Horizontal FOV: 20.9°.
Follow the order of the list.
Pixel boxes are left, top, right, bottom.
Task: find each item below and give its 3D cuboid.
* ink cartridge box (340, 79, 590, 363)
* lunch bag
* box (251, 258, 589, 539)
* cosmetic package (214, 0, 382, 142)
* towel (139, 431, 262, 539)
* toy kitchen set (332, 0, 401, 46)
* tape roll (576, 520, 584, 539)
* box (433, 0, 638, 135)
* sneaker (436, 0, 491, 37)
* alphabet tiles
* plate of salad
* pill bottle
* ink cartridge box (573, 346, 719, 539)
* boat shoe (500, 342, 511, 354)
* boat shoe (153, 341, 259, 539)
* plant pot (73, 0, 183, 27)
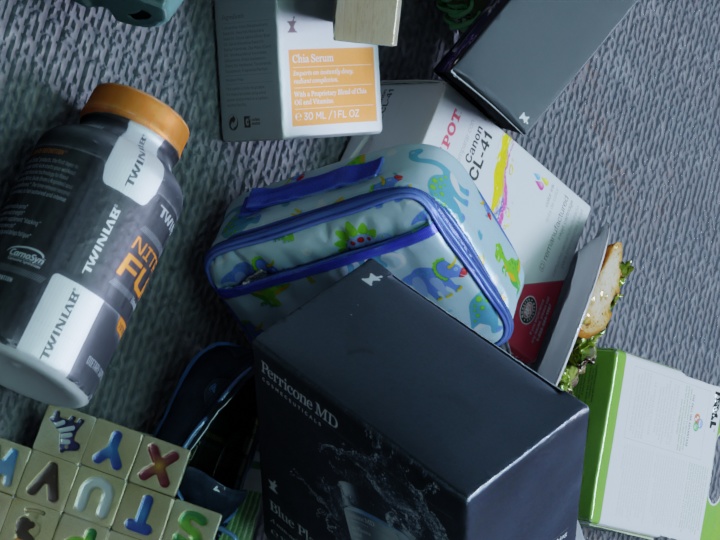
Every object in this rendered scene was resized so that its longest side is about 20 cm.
[{"bbox_3d":[0.074,-0.035,1.516,0.200,0.085,0.148,36,68,-40],"label":"ink cartridge box"},{"bbox_3d":[0.000,0.000,1.369,0.161,0.199,0.083,58,32,-30],"label":"lunch bag"},{"bbox_3d":[0.036,0.135,1.286,0.117,0.196,0.200,-33,141,-31],"label":"box"},{"bbox_3d":[-0.047,-0.195,1.404,0.101,0.071,0.201,-9,97,-43],"label":"cosmetic package"},{"bbox_3d":[-0.142,0.216,1.366,0.152,0.023,0.201,15,83,-42],"label":"towel"},{"bbox_3d":[0.073,-0.242,1.281,0.180,0.163,0.201,6,106,-2],"label":"toy kitchen set"},{"bbox_3d":[0.077,0.218,1.450,0.066,0.200,0.201,-24,108,-41],"label":"tape roll"},{"bbox_3d":[0.150,-0.202,1.447,0.079,0.141,0.200,39,92,-9],"label":"box"},{"bbox_3d":[0.091,-0.214,1.538,0.200,0.077,0.089,7,95,-41],"label":"sneaker"},{"bbox_3d":[-0.189,0.194,1.261,0.166,0.006,0.201,20,75,-4],"label":"alphabet tiles"},{"bbox_3d":[0.169,0.058,1.556,0.048,0.200,0.201,21,73,0],"label":"plate of salad"},{"bbox_3d":[-0.182,-0.021,1.260,0.106,0.106,0.200,39,66,-37],"label":"pill bottle"},{"bbox_3d":[0.243,0.158,1.691,0.200,0.076,0.148,19,78,-44],"label":"ink cartridge box"},{"bbox_3d":[0.078,0.092,1.481,0.074,0.066,0.200,0,131,-15],"label":"boat shoe"},{"bbox_3d":[-0.115,0.143,1.324,0.084,0.069,0.201,23,78,-40],"label":"boat shoe"},{"bbox_3d":[-0.140,-0.276,1.243,0.200,0.200,0.196,39,74,-37],"label":"plant pot"}]
